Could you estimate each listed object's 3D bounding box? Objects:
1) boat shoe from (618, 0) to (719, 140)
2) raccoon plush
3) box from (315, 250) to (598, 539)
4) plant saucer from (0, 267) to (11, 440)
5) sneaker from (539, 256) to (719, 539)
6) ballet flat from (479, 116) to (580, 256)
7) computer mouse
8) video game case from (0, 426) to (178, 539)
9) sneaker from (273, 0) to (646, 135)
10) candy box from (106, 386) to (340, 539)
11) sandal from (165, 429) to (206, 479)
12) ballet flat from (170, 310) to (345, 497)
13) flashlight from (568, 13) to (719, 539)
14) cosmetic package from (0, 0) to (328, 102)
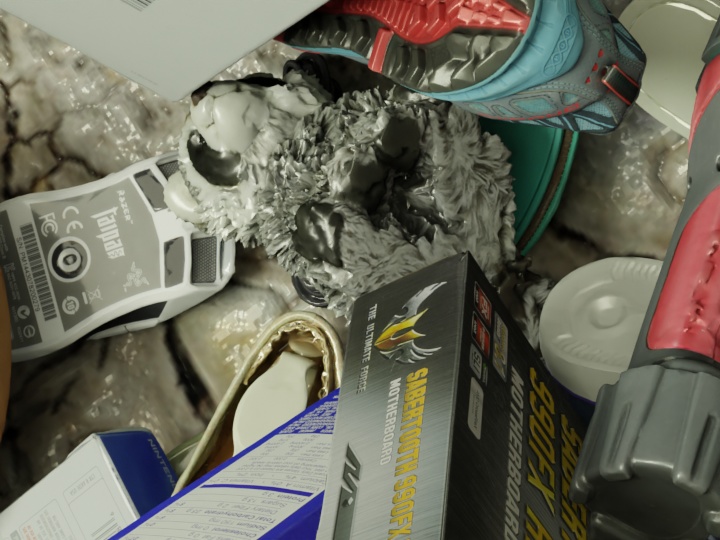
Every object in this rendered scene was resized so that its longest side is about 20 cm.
[{"bbox_3d":[0.186,-0.048,0.755,0.199,0.062,0.073,38,119,0],"label":"boat shoe"},{"bbox_3d":[0.000,0.000,0.788,0.097,0.201,0.133,-40,26,-26],"label":"raccoon plush"},{"bbox_3d":[0.046,0.116,0.598,0.048,0.201,0.159,-23,120,23],"label":"box"},{"bbox_3d":[-0.205,0.042,0.837,0.199,0.037,0.203,-7,81,49],"label":"plant saucer"},{"bbox_3d":[0.163,0.075,0.708,0.199,0.147,0.081,16,57,35],"label":"sneaker"},{"bbox_3d":[0.070,-0.099,0.791,0.067,0.070,0.202,16,119,26],"label":"ballet flat"},{"bbox_3d":[-0.092,-0.015,0.852,0.198,0.044,0.111,-17,81,8],"label":"computer mouse"},{"bbox_3d":[-0.113,0.198,0.799,0.181,0.045,0.201,-37,72,24],"label":"video game case"},{"bbox_3d":[0.032,-0.094,0.716,0.080,0.095,0.200,-60,34,10],"label":"sneaker"},{"bbox_3d":[-0.008,0.149,0.677,0.076,0.199,0.171,-4,108,40],"label":"candy box"},{"bbox_3d":[-0.008,0.095,0.798,0.199,0.057,0.081,-7,79,16],"label":"sandal"},{"bbox_3d":[-0.056,0.102,0.730,0.067,0.063,0.202,18,63,5],"label":"ballet flat"},{"bbox_3d":[0.126,-0.005,0.643,0.067,0.068,0.201,0,51,33],"label":"flashlight"},{"bbox_3d":[-0.045,-0.191,0.681,0.122,0.199,0.202,27,73,-19],"label":"cosmetic package"}]
